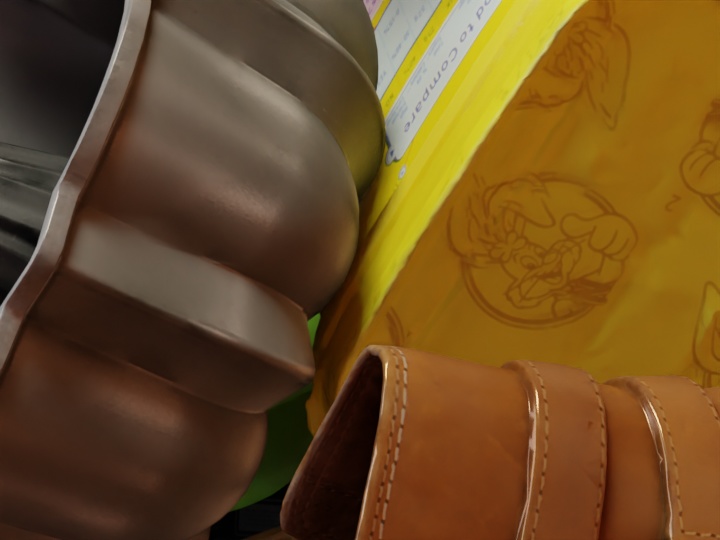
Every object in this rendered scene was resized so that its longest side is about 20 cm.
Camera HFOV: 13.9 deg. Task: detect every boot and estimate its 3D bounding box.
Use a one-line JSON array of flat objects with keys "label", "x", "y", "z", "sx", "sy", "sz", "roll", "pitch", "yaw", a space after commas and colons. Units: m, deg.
[{"label": "boot", "x": 0.068, "y": 0.036, "z": 0.498, "sx": 0.201, "sy": 0.155, "sz": 0.077, "roll": -65, "pitch": 18, "yaw": 10}]

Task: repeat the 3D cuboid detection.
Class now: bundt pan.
[{"label": "bundt pan", "x": -0.059, "y": 0.000, "z": 0.668, "sx": 0.202, "sy": 0.076, "sz": 0.202, "roll": -54, "pitch": 21, "yaw": 33}]

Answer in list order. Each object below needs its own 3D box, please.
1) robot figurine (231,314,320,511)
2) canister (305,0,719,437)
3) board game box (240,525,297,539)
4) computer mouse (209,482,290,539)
[{"label": "robot figurine", "x": -0.088, "y": 0.024, "z": 0.850, "sx": 0.200, "sy": 0.176, "sz": 0.116, "roll": -18, "pitch": 6, "yaw": 34}, {"label": "canister", "x": 0.040, "y": -0.046, "z": 0.708, "sx": 0.149, "sy": 0.086, "sz": 0.200, "roll": -58, "pitch": 22, "yaw": 20}, {"label": "board game box", "x": -0.040, "y": 0.126, "z": 0.762, "sx": 0.035, "sy": 0.126, "sz": 0.200, "roll": 54, "pitch": 133, "yaw": 19}, {"label": "computer mouse", "x": 0.000, "y": 0.000, "z": 0.889, "sx": 0.140, "sy": 0.046, "sz": 0.201, "roll": -7, "pitch": 82, "yaw": 35}]
